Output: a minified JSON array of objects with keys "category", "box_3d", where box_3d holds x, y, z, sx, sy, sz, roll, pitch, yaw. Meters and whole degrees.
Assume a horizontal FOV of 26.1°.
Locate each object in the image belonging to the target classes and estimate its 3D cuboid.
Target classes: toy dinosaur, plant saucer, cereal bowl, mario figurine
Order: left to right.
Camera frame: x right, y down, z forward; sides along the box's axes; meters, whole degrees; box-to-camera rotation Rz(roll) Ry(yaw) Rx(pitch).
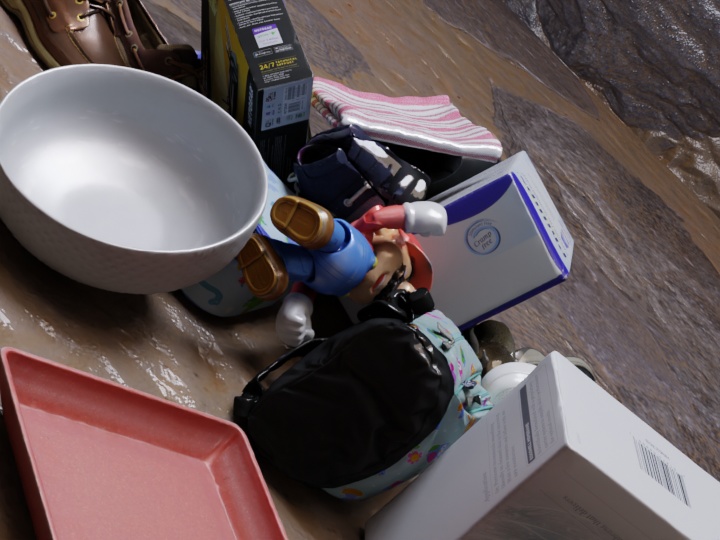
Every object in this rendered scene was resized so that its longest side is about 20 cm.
[{"category":"cereal bowl","box_3d":[-0.172,-0.055,1.118,0.200,0.083,0.200,14,41,-13]},{"category":"plant saucer","box_3d":[-0.122,0.151,0.920,0.200,0.037,0.200,24,28,-42]},{"category":"mario figurine","box_3d":[0.000,0.000,1.199,0.200,0.123,0.106,9,71,-59]},{"category":"toy dinosaur","box_3d":[0.108,0.086,1.399,0.077,0.102,0.200,44,21,-1]}]

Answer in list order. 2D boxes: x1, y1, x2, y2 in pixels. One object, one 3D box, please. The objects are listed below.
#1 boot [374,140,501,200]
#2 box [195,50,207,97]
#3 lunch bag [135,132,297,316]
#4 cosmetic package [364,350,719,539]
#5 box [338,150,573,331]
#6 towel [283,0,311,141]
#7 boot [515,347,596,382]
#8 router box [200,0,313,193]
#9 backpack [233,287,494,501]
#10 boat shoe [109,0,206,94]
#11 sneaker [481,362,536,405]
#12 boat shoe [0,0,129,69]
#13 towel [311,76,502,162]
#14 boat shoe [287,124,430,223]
[{"category":"boot","box_3d":[0.072,-0.104,1.515,0.200,0.165,0.066,124,-45,-83]},{"category":"box","box_3d":[-0.102,-0.136,1.532,0.200,0.041,0.119,49,20,20]},{"category":"lunch bag","box_3d":[-0.128,-0.057,1.262,0.200,0.082,0.161,48,23,15]},{"category":"cosmetic package","box_3d":[0.139,0.204,1.081,0.199,0.200,0.123,38,23,-17]},{"category":"box","box_3d":[0.084,-0.014,1.384,0.105,0.184,0.200,62,13,-4]},{"category":"towel","box_3d":[-0.072,-0.189,1.492,0.200,0.023,0.144,-106,-174,-53]},{"category":"boot","box_3d":[0.201,0.159,1.496,0.204,0.073,0.154,20,38,-59]},{"category":"router box","box_3d":[-0.095,-0.169,1.373,0.200,0.052,0.157,100,-29,-60]},{"category":"backpack","box_3d":[0.018,0.095,1.162,0.127,0.167,0.200,64,15,6]},{"category":"boat shoe","box_3d":[-0.179,-0.178,1.413,0.072,0.072,0.200,11,38,-57]},{"category":"sneaker","box_3d":[0.169,0.165,1.212,0.200,0.074,0.116,47,17,-15]},{"category":"boat shoe","box_3d":[-0.253,-0.221,1.361,0.200,0.068,0.072,52,21,20]},{"category":"towel","box_3d":[0.034,-0.140,1.395,0.146,0.030,0.200,9,13,-14]},{"category":"boat shoe","box_3d":[-0.031,-0.072,1.341,0.093,0.200,0.075,39,58,-22]}]
